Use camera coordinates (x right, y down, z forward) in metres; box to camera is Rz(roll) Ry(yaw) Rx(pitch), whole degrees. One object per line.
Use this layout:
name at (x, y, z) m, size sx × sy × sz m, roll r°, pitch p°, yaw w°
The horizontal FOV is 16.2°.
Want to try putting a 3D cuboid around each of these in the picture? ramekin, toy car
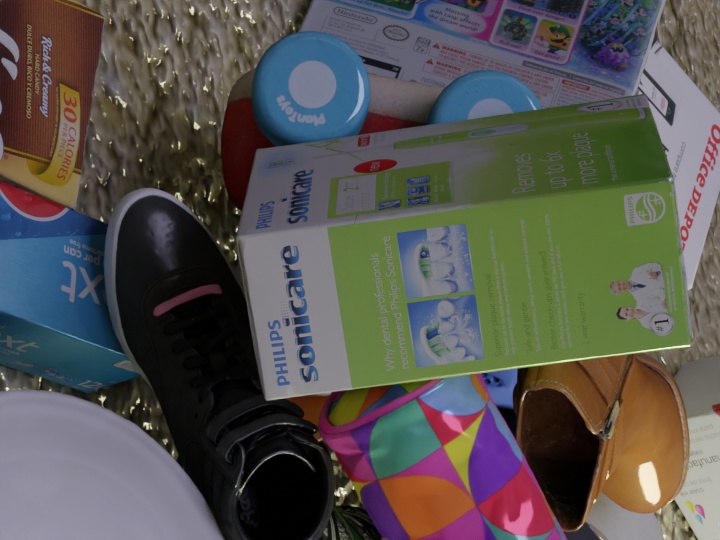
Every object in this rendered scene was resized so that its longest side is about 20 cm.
ramekin at (-0.160, 0.165, 1.165) m, size 0.201 × 0.094 × 0.203 m, roll 17°, pitch 59°, yaw -30°
toy car at (0.000, 0.000, 1.346) m, size 0.176 × 0.184 × 0.201 m, roll 12°, pitch 81°, yaw -2°

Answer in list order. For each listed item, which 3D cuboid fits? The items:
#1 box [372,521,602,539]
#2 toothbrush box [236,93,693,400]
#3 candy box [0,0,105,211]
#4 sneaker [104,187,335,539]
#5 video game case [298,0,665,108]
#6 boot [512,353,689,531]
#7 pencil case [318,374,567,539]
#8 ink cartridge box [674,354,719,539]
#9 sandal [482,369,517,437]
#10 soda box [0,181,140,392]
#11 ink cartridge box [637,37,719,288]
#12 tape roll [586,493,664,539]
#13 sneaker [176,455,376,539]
box at (0.060, 0.197, 1.297) m, size 0.158 × 0.050 × 0.200 m, roll 49°, pitch 46°, yaw -24°
toothbrush box at (0.049, -0.013, 1.200) m, size 0.146 × 0.199 × 0.087 m, roll -84°, pitch 164°, yaw -71°
candy box at (-0.222, -0.111, 1.248) m, size 0.200 × 0.056 × 0.117 m, roll 28°, pitch 56°, yaw -40°
sneaker at (-0.063, 0.053, 1.225) m, size 0.070 × 0.099 × 0.201 m, roll -20°, pitch 96°, yaw -22°
video game case at (0.072, -0.145, 1.507) m, size 0.199 × 0.024 × 0.183 m, roll 17°, pitch 54°, yaw 7°
boot at (0.120, 0.087, 1.329) m, size 0.155 × 0.073 × 0.201 m, roll -79°, pitch 148°, yaw -55°
pencil case at (0.059, 0.129, 1.217) m, size 0.201 × 0.088 × 0.088 m, roll 58°, pitch 43°, yaw -17°
ink cartridge box at (0.293, 0.148, 1.643) m, size 0.086 × 0.147 × 0.201 m, roll -44°, pitch 108°, yaw -45°
sandal at (0.066, 0.077, 1.479) m, size 0.087 × 0.079 × 0.201 m, roll 4°, pitch 72°, yaw -43°
soda box at (-0.186, -0.002, 1.242) m, size 0.199 × 0.064 × 0.068 m, roll 23°, pitch 61°, yaw -41°
ink cartridge box at (0.139, -0.091, 1.608) m, size 0.200 × 0.084 × 0.146 m, roll 44°, pitch 49°, yaw -27°
tape roll at (0.106, 0.194, 1.420) m, size 0.202 × 0.037 × 0.204 m, roll 11°, pitch 75°, yaw -46°
sneaker at (-0.032, 0.150, 1.357) m, size 0.200 × 0.078 × 0.085 m, roll 56°, pitch 36°, yaw -30°
